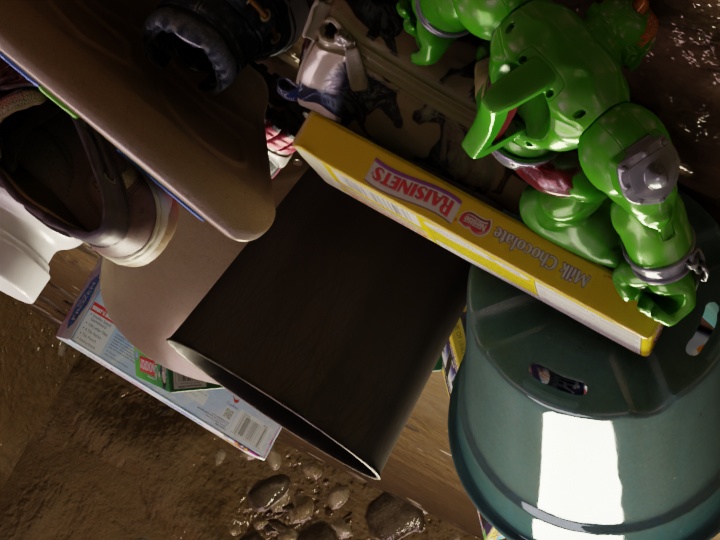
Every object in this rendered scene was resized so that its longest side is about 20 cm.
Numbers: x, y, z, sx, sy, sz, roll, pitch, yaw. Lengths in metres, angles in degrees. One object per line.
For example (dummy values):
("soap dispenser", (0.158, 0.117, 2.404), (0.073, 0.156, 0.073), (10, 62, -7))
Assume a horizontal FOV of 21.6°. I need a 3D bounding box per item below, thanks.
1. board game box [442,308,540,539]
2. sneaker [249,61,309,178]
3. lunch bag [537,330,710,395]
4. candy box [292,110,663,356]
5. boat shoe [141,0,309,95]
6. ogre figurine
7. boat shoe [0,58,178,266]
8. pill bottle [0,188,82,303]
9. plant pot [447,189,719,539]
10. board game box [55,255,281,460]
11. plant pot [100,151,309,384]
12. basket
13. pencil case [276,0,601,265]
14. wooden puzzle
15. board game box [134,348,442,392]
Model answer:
("board game box", (0.095, 0.085, 1.353), (0.056, 0.201, 0.165), (-13, 168, -4))
("sneaker", (-0.130, -0.121, 1.174), (0.200, 0.075, 0.081), (38, -151, -6))
("lunch bag", (0.217, 0.092, 1.356), (0.160, 0.076, 0.200), (19, 166, 35))
("candy box", (0.063, -0.017, 0.954), (0.199, 0.027, 0.102), (29, 180, 10))
("boat shoe", (-0.079, -0.136, 1.031), (0.071, 0.091, 0.200), (28, 169, 4))
("ogre figurine", (0.088, -0.072, 0.854), (0.120, 0.098, 0.201), (91, 162, -72))
("boat shoe", (-0.181, -0.079, 1.023), (0.200, 0.072, 0.065), (45, -172, 21))
("pill bottle", (-0.220, -0.087, 1.321), (0.115, 0.201, 0.116), (28, 169, 6))
("plant pot", (0.141, 0.052, 1.094), (0.199, 0.201, 0.196), (26, 161, 18))
("board game box", (-0.113, 0.018, 1.530), (0.200, 0.200, 0.041), (35, 168, -25))
("plant pot", (-0.075, -0.038, 1.298), (0.199, 0.200, 0.135), (26, 132, 17))
("basket", (0.000, 0.000, 1.133), (0.136, 0.201, 0.180), (40, 169, -33))
("pencil case", (0.059, -0.078, 0.966), (0.199, 0.078, 0.089), (29, -163, 7))
("wooden puzzle", (-0.128, -0.106, 1.033), (0.185, 0.046, 0.200), (39, -161, -19))
("board game box", (-0.055, 0.062, 1.372), (0.199, 0.029, 0.135), (-4, -178, -16))
